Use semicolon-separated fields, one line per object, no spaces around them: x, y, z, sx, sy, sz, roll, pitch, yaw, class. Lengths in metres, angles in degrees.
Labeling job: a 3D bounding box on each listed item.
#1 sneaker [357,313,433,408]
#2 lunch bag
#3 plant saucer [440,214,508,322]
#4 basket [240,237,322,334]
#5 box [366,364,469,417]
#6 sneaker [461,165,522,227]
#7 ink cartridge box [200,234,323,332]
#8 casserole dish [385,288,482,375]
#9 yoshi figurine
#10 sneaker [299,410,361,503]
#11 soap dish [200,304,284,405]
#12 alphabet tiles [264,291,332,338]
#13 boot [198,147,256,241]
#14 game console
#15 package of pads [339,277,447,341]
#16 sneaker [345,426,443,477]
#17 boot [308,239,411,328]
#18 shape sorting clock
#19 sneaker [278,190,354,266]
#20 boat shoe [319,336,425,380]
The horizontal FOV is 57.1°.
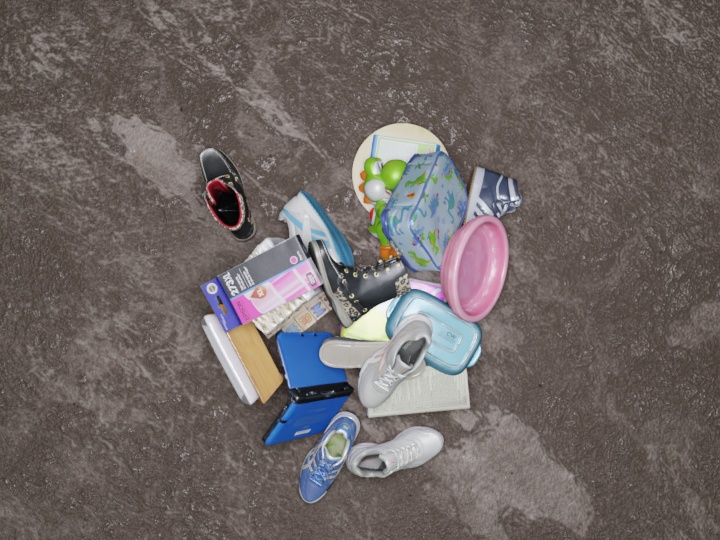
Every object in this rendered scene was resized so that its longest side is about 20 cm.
0.058;0.170;1.173;0.076;0.092;0.200;30;104;-8;sneaker
0.124;-0.105;1.226;0.161;0.082;0.200;50;52;-39;lunch bag
0.209;-0.006;1.237;0.051;0.200;0.201;13;88;38;plant saucer
-0.159;0.026;1.236;0.123;0.200;0.136;-42;90;3;basket
0.107;0.230;1.303;0.199;0.078;0.095;-3;88;-2;box
0.256;-0.101;1.319;0.108;0.070;0.201;13;86;0;sneaker
-0.171;0.025;1.126;0.200;0.037;0.095;-27;93;10;ink cartridge box
0.141;0.116;1.256;0.200;0.039;0.121;31;85;1;casserole dish
0.068;-0.128;1.273;0.112;0.112;0.200;-17;93;-9;yoshi figurine
-0.069;0.367;1.287;0.076;0.077;0.200;26;99;5;sneaker
-0.226;0.155;1.263;0.081;0.157;0.200;-27;90;-19;soap dish
-0.139;0.037;1.336;0.200;0.006;0.167;-38;90;-2;alphabet tiles
-0.262;-0.153;1.264;0.073;0.151;0.200;-21;90;-2;boot
-0.113;0.218;1.252;0.118;0.200;0.171;42;105;26;game console
0.066;0.087;1.310;0.199;0.068;0.155;11;87;0;package of pads
0.070;0.365;1.289;0.200;0.099;0.078;-18;90;-2;sneaker
0.000;0.000;1.209;0.153;0.074;0.204;-26;128;-5;boot
0.083;-0.193;1.330;0.199;0.039;0.201;1;97;5;shape sorting clock
-0.084;-0.058;1.297;0.081;0.076;0.200;-39;70;15;sneaker
0.024;0.157;1.252;0.199;0.063;0.073;8;104;1;boat shoe
